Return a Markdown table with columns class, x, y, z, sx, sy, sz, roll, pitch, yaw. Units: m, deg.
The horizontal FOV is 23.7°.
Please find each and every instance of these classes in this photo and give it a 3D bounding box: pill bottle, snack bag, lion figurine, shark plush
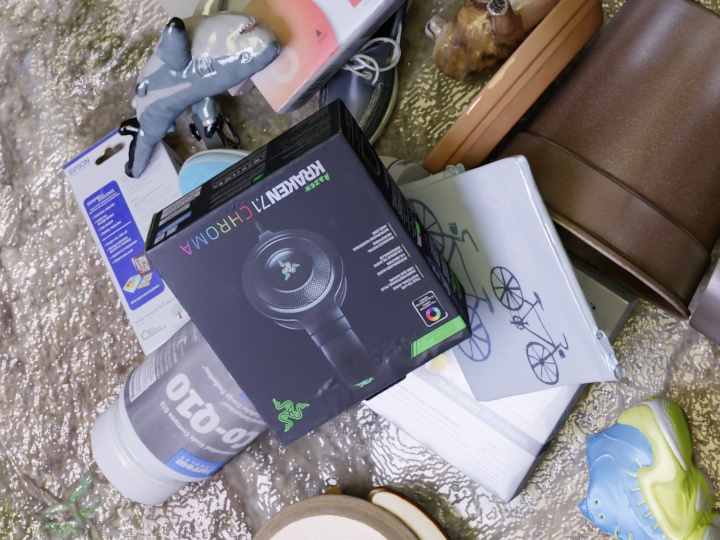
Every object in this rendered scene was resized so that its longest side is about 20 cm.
| class | x | y | z | sx | sy | sz | roll | pitch | yaw |
| --- | --- | --- | --- | --- | --- | --- | --- | --- | --- |
| pill bottle | -0.131 | 0.106 | 1.448 | 0.200 | 0.114 | 0.114 | -41 | 78 | 28 |
| snack bag | 0.106 | 0.005 | 1.308 | 0.021 | 0.200 | 0.190 | -28 | 95 | -30 |
| lion figurine | 0.142 | -0.232 | 1.406 | 0.199 | 0.123 | 0.073 | -31 | 71 | -2 |
| shark plush | -0.149 | -0.142 | 1.429 | 0.083 | 0.091 | 0.200 | 40 | 114 | -2 |

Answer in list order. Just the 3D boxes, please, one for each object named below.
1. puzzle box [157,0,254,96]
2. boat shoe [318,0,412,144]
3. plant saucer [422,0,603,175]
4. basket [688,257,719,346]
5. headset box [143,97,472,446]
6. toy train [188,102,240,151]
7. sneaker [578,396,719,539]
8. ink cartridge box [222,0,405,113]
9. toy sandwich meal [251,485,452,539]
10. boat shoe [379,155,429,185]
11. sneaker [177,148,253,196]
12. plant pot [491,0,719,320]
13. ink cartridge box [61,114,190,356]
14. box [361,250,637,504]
| class | x | y | z | sx | sy | sz | roll | pitch | yaw |
| --- | --- | --- | --- | --- | --- | --- | --- | --- | --- |
| puzzle box | -0.086 | -0.264 | 1.469 | 0.200 | 0.025 | 0.133 | -45 | 76 | 32 |
| boat shoe | 0.005 | -0.195 | 1.456 | 0.074 | 0.062 | 0.201 | 21 | 94 | 17 |
| plant saucer | 0.126 | -0.146 | 1.353 | 0.037 | 0.200 | 0.200 | 41 | 100 | 2 |
| basket | 0.362 | 0.034 | 1.298 | 0.199 | 0.136 | 0.181 | 27 | 70 | 11 |
| headset box | -0.034 | 0.008 | 1.282 | 0.173 | 0.093 | 0.201 | -30 | 109 | 10 |
| toy train | -0.093 | -0.060 | 1.492 | 0.034 | 0.046 | 0.201 | -31 | 82 | 21 |
| sneaker | 0.240 | 0.208 | 1.384 | 0.104 | 0.076 | 0.202 | -23 | 75 | 27 |
| ink cartridge box | -0.067 | -0.257 | 1.413 | 0.162 | 0.050 | 0.200 | -42 | 83 | 33 |
| toy sandwich meal | -0.009 | 0.273 | 1.453 | 0.203 | 0.070 | 0.207 | 1 | 94 | 18 |
| boat shoe | 0.000 | 0.000 | 1.459 | 0.070 | 0.071 | 0.202 | 18 | 97 | 40 |
| sneaker | -0.091 | -0.045 | 1.394 | 0.199 | 0.130 | 0.080 | 27 | 103 | 24 |
| plant pot | 0.223 | -0.099 | 1.335 | 0.200 | 0.200 | 0.199 | 33 | 90 | 14 |
| ink cartridge box | -0.181 | -0.031 | 1.509 | 0.099 | 0.039 | 0.201 | -31 | 71 | 14 |
| box | 0.112 | 0.066 | 1.418 | 0.155 | 0.041 | 0.201 | 34 | 106 | 14 |
